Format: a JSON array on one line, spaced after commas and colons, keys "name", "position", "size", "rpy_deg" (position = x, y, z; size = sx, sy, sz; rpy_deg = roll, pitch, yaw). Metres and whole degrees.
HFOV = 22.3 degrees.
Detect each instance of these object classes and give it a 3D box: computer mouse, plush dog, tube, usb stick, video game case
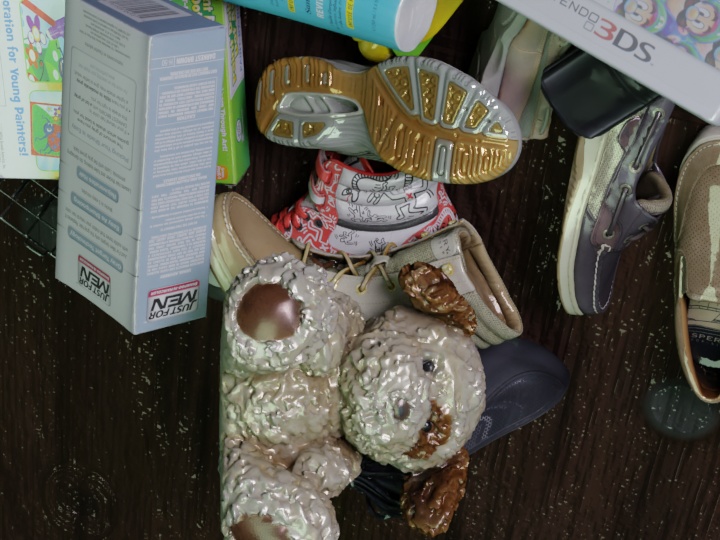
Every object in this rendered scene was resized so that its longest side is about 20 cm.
[{"name": "computer mouse", "position": [0.063, 0.096, 1.282], "size": [0.138, 0.200, 0.053], "rpy_deg": [12, 127, 54]}, {"name": "plush dog", "position": [-0.004, 0.080, 1.166], "size": [0.171, 0.160, 0.201], "rpy_deg": [0, 99, -6]}, {"name": "tube", "position": [-0.049, -0.188, 1.130], "size": [0.199, 0.050, 0.078], "rpy_deg": [21, 112, 25]}, {"name": "usb stick", "position": [0.188, -0.141, 1.070], "size": [0.200, 0.033, 0.056], "rpy_deg": [-33, 102, 39]}, {"name": "video game case", "position": [0.172, -0.210, 1.013], "size": [0.182, 0.024, 0.201], "rpy_deg": [34, 103, 23]}]

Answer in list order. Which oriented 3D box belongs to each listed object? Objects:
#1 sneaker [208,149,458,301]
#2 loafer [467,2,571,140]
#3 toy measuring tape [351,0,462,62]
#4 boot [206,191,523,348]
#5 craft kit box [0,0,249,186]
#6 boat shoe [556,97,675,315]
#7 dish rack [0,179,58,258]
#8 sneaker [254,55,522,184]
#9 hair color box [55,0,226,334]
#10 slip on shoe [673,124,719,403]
[{"name": "sneaker", "position": [-0.031, -0.040, 1.290], "size": [0.200, 0.067, 0.108], "rpy_deg": [-4, 123, 20]}, {"name": "loafer", "position": [0.115, -0.154, 1.147], "size": [0.063, 0.072, 0.200], "rpy_deg": [11, 143, -8]}, {"name": "toy measuring tape", "position": [0.045, -0.202, 1.133], "size": [0.073, 0.074, 0.200], "rpy_deg": [34, 134, -6]}, {"name": "boot", "position": [0.000, 0.000, 1.225], "size": [0.154, 0.072, 0.200], "rpy_deg": [-26, 120, 28]}, {"name": "craft kit box", "position": [-0.178, -0.159, 1.229], "size": [0.197, 0.049, 0.201], "rpy_deg": [4, 113, 13]}, {"name": "boat shoe", "position": [0.172, -0.051, 1.200], "size": [0.065, 0.072, 0.201], "rpy_deg": [15, 123, 16]}, {"name": "dish rack", "position": [-0.241, -0.095, 1.339], "size": [0.200, 0.055, 0.153], "rpy_deg": [36, 128, -5]}, {"name": "sneaker", "position": [0.030, -0.103, 1.187], "size": [0.199, 0.088, 0.076], "rpy_deg": [17, 99, 34]}, {"name": "hair color box", "position": [-0.144, -0.072, 1.179], "size": [0.099, 0.060, 0.201], "rpy_deg": [31, 123, 43]}, {"name": "slip on shoe", "position": [0.240, -0.001, 1.216], "size": [0.076, 0.061, 0.201], "rpy_deg": [11, 128, 13]}]
